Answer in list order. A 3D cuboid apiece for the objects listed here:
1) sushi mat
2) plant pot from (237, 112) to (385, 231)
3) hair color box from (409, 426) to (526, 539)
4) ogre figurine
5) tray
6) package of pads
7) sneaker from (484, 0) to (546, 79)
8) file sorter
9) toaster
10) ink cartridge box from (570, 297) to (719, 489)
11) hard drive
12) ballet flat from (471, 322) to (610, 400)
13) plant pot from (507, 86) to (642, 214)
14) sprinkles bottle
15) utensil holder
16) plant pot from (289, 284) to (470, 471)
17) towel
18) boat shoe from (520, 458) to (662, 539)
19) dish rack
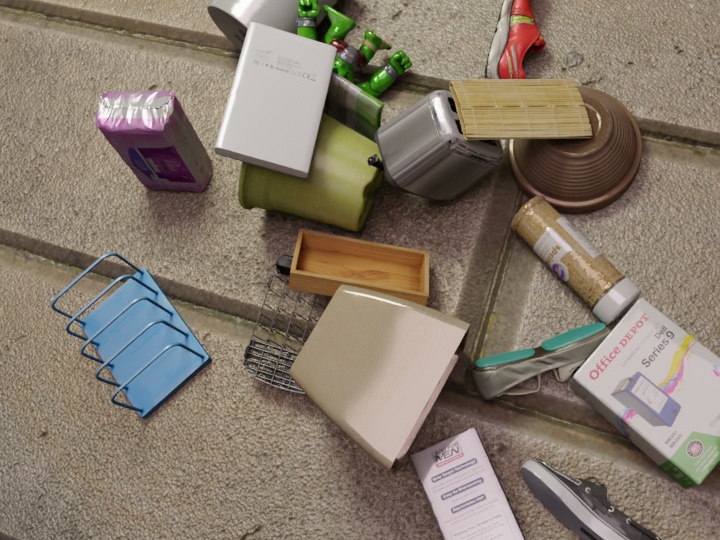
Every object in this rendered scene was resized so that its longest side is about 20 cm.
[{"bbox_3d":[0.224,-0.224,1.074,0.197,0.012,0.097,-4,67,-16],"label":"sushi mat"},{"bbox_3d":[-0.060,-0.153,1.173,0.182,0.201,0.203,23,78,7],"label":"plant pot"},{"bbox_3d":[0.150,0.323,1.026,0.099,0.061,0.202,-24,69,3],"label":"hair color box"},{"bbox_3d":[-0.029,-0.340,1.247,0.121,0.198,0.098,-60,36,11],"label":"ogre figurine"},{"bbox_3d":[0.000,0.000,1.126,0.197,0.037,0.099,11,40,-3],"label":"tray"},{"bbox_3d":[-0.321,-0.203,1.229,0.118,0.200,0.077,5,68,10],"label":"package of pads"},{"bbox_3d":[0.258,-0.382,1.237,0.084,0.077,0.203,16,83,5],"label":"sneaker"},{"bbox_3d":[-0.354,0.096,1.179,0.138,0.123,0.200,-41,69,-2],"label":"file sorter"},{"bbox_3d":[0.113,-0.181,1.118,0.129,0.198,0.115,-32,64,37],"label":"toaster"},{"bbox_3d":[0.396,0.159,1.013,0.145,0.088,0.200,-46,67,-4],"label":"ink cartridge box"},{"bbox_3d":[-0.116,-0.240,1.085,0.130,0.025,0.203,14,71,-8],"label":"hard drive"},{"bbox_3d":[0.254,0.130,1.075,0.197,0.067,0.065,-18,96,7],"label":"ballet flat"},{"bbox_3d":[0.317,-0.194,1.143,0.197,0.093,0.204,-3,72,10],"label":"plant pot"},{"bbox_3d":[0.303,-0.017,1.101,0.068,0.068,0.200,-40,68,-3],"label":"sprinkles bottle"},{"bbox_3d":[-0.134,-0.460,1.290,0.169,0.170,0.201,35,83,20],"label":"utensil holder"},{"bbox_3d":[0.019,0.133,1.031,0.175,0.200,0.202,29,80,12],"label":"plant pot"},{"bbox_3d":[-0.056,-0.267,1.199,0.198,0.149,0.031,32,77,7],"label":"towel"},{"bbox_3d":[0.301,0.304,1.000,0.199,0.070,0.066,37,65,23],"label":"boat shoe"},{"bbox_3d":[-0.086,0.081,1.163,0.151,0.055,0.203,14,78,17],"label":"dish rack"}]
